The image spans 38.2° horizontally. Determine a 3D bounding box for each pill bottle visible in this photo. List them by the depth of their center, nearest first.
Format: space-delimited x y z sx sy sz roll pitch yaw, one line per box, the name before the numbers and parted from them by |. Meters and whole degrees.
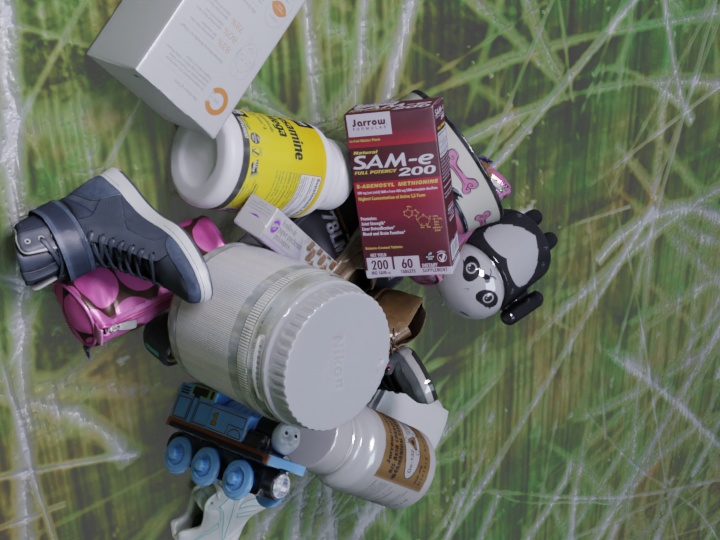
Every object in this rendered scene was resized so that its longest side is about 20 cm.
pill bottle | -0.105 -0.119 1.177 0.200 0.112 0.113 3 106 -46
pill bottle | -0.001 0.235 1.351 0.200 0.114 0.114 30 86 -45

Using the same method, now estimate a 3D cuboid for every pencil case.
pencil case | -0.227 0.012 1.131 0.200 0.094 0.091 -31 129 -33
pencil case | 0.126 -0.067 1.438 0.200 0.083 0.087 -50 175 -23

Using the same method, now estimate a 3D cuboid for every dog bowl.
dog bowl | 0.095 -0.128 1.323 0.074 0.200 0.200 -34 133 -3

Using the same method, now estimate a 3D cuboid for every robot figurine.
robot figurine | 0.198 -0.013 1.520 0.200 0.150 0.125 -34 143 -30

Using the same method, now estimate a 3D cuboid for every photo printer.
photo printer | 0.041 0.242 1.525 0.200 0.069 0.166 36 82 -47

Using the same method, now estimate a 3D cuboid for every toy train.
toy train | -0.150 0.204 1.226 0.087 0.200 0.114 28 77 -47

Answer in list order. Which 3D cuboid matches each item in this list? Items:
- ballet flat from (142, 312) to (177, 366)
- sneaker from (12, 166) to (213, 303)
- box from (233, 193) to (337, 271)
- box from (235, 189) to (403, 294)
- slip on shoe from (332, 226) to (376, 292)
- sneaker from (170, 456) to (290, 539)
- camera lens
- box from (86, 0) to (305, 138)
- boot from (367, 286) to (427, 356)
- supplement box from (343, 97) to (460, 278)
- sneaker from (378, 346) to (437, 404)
ballet flat | -0.152 0.064 1.212 0.200 0.073 0.073 -17 122 -20
sneaker | -0.251 -0.008 1.023 0.146 0.202 0.077 -31 144 -30
box | -0.081 -0.030 1.181 0.039 0.041 0.200 -58 157 -5
box | -0.046 -0.011 1.336 0.198 0.050 0.200 -39 132 -25
slip on shoe | 0.000 0.000 1.305 0.200 0.061 0.076 -39 133 -25
sneaker | -0.163 0.284 1.325 0.080 0.070 0.200 32 98 -38
camera lens | -0.090 0.065 1.078 0.160 0.200 0.160 -18 117 -41
box | -0.161 -0.258 1.065 0.200 0.097 0.124 -58 138 -8
boot | 0.020 0.084 1.308 0.200 0.075 0.074 -51 138 -47
supplement box | 0.051 -0.095 1.216 0.061 0.109 0.200 -52 136 -66
sneaker | 0.008 0.139 1.364 0.121 0.200 0.084 -28 118 -15
